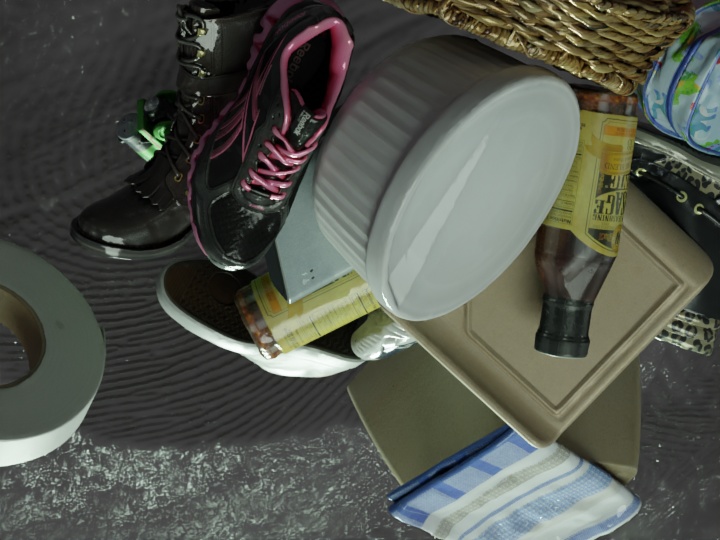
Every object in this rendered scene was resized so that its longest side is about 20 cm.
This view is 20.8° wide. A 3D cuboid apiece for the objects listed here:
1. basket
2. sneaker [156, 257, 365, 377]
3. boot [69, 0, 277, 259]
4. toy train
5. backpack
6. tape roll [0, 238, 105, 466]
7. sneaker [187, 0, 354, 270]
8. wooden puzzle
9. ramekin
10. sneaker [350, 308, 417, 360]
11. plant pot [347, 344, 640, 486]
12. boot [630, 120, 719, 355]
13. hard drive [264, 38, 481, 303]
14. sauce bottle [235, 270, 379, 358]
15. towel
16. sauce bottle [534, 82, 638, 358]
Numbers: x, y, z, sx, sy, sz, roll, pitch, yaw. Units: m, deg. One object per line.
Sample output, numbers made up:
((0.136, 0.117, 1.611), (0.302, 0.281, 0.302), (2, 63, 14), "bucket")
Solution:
((0.112, -0.181, 1.362), (0.200, 0.143, 0.149), (16, 132, -35), "basket")
((-0.093, 0.052, 1.642), (0.200, 0.073, 0.085), (22, 147, -27), "sneaker")
((-0.121, -0.112, 1.384), (0.200, 0.069, 0.175), (-26, 136, -33), "boot")
((-0.117, -0.072, 1.505), (0.056, 0.042, 0.200), (-19, 144, 23), "toy train")
((0.292, -0.156, 1.473), (0.199, 0.154, 0.163), (16, 125, -16), "backpack")
((-0.291, 0.056, 1.471), (0.202, 0.203, 0.037), (6, 137, -26), "tape roll")
((-0.056, -0.092, 1.323), (0.079, 0.095, 0.201), (18, 94, -22), "sneaker")
((0.141, 0.007, 1.507), (0.185, 0.037, 0.200), (42, 95, -6), "wooden puzzle")
((0.053, -0.072, 1.364), (0.202, 0.094, 0.203), (-37, 149, -27), "ramekin")
((0.100, 0.044, 1.615), (0.199, 0.080, 0.130), (-36, 112, 14), "sneaker")
((0.136, 0.133, 1.741), (0.199, 0.177, 0.200), (12, 134, -31), "plant pot")
((0.218, -0.035, 1.543), (0.203, 0.073, 0.154), (22, 100, 1), "boot")
((0.015, -0.074, 1.458), (0.200, 0.033, 0.140), (-29, 139, -16), "hard drive")
((0.000, 0.000, 1.554), (0.200, 0.066, 0.066), (-28, 142, 0), "sauce bottle")
((0.132, 0.198, 1.656), (0.147, 0.024, 0.200), (-33, 138, 22), "towel")
((0.163, -0.036, 1.452), (0.066, 0.066, 0.201), (2, 100, -22), "sauce bottle")
